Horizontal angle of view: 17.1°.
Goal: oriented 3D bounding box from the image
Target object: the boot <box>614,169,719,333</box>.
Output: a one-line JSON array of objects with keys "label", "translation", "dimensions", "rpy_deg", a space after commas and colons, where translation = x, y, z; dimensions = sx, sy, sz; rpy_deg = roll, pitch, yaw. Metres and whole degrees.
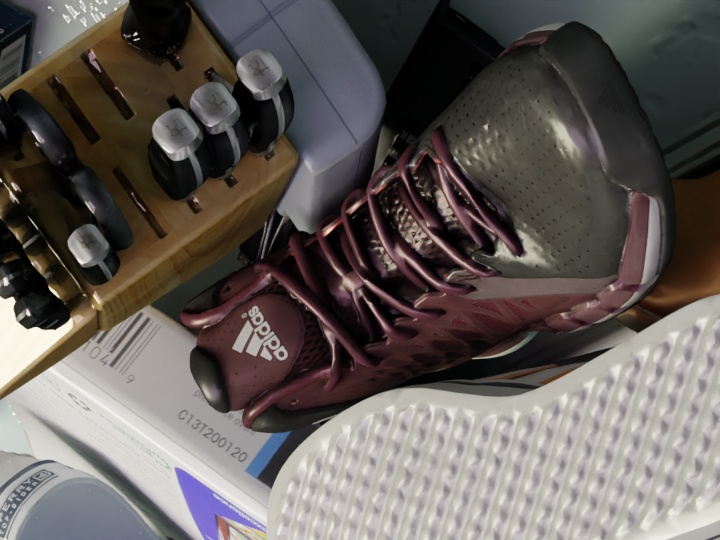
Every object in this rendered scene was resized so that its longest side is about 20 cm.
[{"label": "boot", "translation": [0.140, -0.051, 0.667], "dimensions": [0.199, 0.074, 0.156], "rpy_deg": [11, 116, 32]}]

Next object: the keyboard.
[{"label": "keyboard", "translation": [0.000, 0.000, 0.807], "dimensions": [0.104, 0.040, 0.201], "rpy_deg": [37, 131, 8]}]

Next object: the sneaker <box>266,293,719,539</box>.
[{"label": "sneaker", "translation": [0.064, 0.060, 0.659], "dimensions": [0.199, 0.079, 0.079], "rpy_deg": [-20, 74, 40]}]

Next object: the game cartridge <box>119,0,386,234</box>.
[{"label": "game cartridge", "translation": [-0.061, -0.105, 0.717], "dimensions": [0.201, 0.041, 0.133], "rpy_deg": [53, 176, 6]}]

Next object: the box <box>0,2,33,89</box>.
[{"label": "box", "translation": [-0.201, -0.037, 0.920], "dimensions": [0.136, 0.038, 0.201], "rpy_deg": [28, 131, 16]}]

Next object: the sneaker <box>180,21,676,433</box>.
[{"label": "sneaker", "translation": [0.010, 0.005, 0.672], "dimensions": [0.076, 0.115, 0.200], "rpy_deg": [62, 162, 11]}]

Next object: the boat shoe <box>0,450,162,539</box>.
[{"label": "boat shoe", "translation": [-0.101, 0.135, 0.923], "dimensions": [0.086, 0.075, 0.202], "rpy_deg": [21, 157, 43]}]

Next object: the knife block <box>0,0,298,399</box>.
[{"label": "knife block", "translation": [-0.054, -0.039, 0.672], "dimensions": [0.175, 0.200, 0.064], "rpy_deg": [-36, 89, 37]}]

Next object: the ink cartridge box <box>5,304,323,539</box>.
[{"label": "ink cartridge box", "translation": [-0.047, 0.079, 0.864], "dimensions": [0.197, 0.044, 0.200], "rpy_deg": [33, 163, 13]}]
